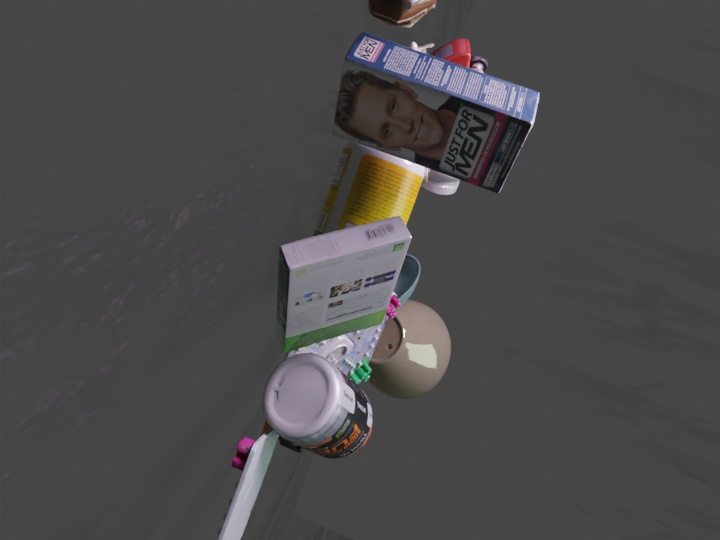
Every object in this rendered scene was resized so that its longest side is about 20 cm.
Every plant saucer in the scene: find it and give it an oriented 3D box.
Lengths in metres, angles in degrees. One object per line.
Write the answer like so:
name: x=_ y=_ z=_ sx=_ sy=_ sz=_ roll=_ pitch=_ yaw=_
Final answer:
plant saucer: x=0.028 y=0.039 z=1.149 sx=0.036 sy=0.198 sz=0.201 roll=63 pitch=30 yaw=-27

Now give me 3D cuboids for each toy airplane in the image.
toy airplane: x=0.088 y=-0.242 z=0.893 sx=0.200 sy=0.140 sz=0.201 roll=-125 pitch=-131 yaw=-68

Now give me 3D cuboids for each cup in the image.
cup: x=0.062 y=0.142 z=1.170 sx=0.143 sy=0.199 sz=0.202 roll=33 pitch=76 yaw=-61

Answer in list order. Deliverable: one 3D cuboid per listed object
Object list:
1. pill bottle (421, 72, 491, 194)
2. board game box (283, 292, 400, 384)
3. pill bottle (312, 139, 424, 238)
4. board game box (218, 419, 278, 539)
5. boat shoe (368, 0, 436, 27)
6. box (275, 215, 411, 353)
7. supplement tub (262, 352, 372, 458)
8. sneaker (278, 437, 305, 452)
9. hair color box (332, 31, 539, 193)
pill bottle: x=0.160 y=-0.236 z=1.029 sx=0.113 sy=0.111 sz=0.201 roll=-64 pitch=172 yaw=-54
board game box: x=-0.038 y=0.136 z=0.971 sx=0.199 sy=0.026 sz=0.201 roll=-14 pitch=138 yaw=-38
pill bottle: x=0.018 y=-0.105 z=0.779 sx=0.113 sy=0.112 sz=0.202 roll=-30 pitch=139 yaw=-83
board game box: x=-0.171 y=0.317 z=0.851 sx=0.200 sy=0.026 sz=0.202 roll=40 pitch=71 yaw=-85
boat shoe: x=0.052 y=-0.291 z=0.624 sx=0.201 sy=0.075 sz=0.074 roll=-64 pitch=176 yaw=-47
box: x=-0.027 y=0.023 z=0.712 sx=0.201 sy=0.143 sz=0.037 roll=103 pitch=-33 yaw=-54
supplement tub: x=-0.054 y=0.210 z=0.898 sx=0.124 sy=0.121 sz=0.200 roll=-68 pitch=153 yaw=-18
sneaker: x=-0.115 y=0.284 z=1.202 sx=0.199 sy=0.076 sz=0.115 roll=-51 pitch=163 yaw=-68
hair color box: x=0.076 y=-0.166 z=0.638 sx=0.100 sy=0.198 sz=0.061 roll=105 pitch=7 yaw=-51
